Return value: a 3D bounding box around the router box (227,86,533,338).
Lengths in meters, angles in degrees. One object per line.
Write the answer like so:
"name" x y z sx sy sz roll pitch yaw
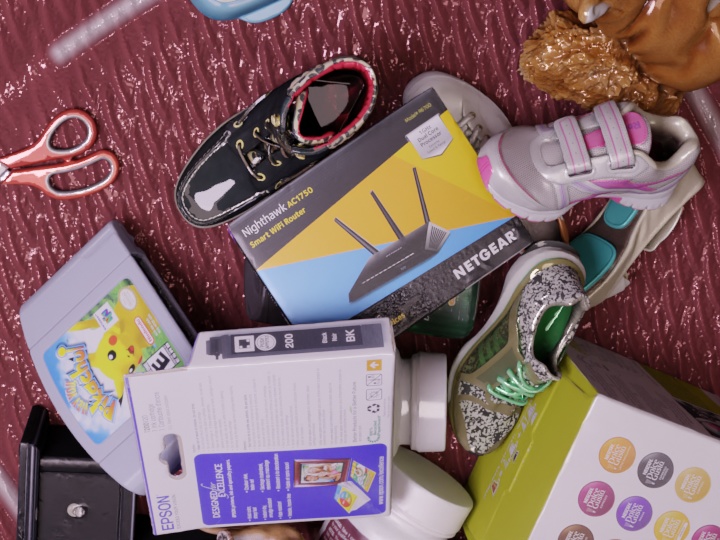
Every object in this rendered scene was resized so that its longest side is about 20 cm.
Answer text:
"router box" 0.014 -0.027 1.064 0.199 0.051 0.150 -35 91 -8

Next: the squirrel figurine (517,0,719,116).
"squirrel figurine" 0.212 -0.200 1.065 0.185 0.142 0.200 3 136 -39

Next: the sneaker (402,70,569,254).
"sneaker" 0.114 -0.087 1.128 0.073 0.085 0.200 -41 103 6

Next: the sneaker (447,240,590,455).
"sneaker" 0.133 0.077 1.109 0.076 0.089 0.201 15 112 -18

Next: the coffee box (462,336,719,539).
"coffee box" 0.220 0.193 1.149 0.196 0.200 0.201 22 101 -11

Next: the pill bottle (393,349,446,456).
"pill bottle" -0.026 0.110 1.133 0.198 0.112 0.114 2 104 2

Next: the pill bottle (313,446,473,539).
"pill bottle" 0.009 0.265 1.187 0.114 0.114 0.201 29 100 -13

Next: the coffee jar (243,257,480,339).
"coffee jar" 0.000 0.000 1.134 0.198 0.085 0.105 3 102 -7

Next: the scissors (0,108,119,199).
"scissors" -0.303 -0.077 1.115 0.198 0.014 0.074 -19 107 -3

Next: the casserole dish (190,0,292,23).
"casserole dish" -0.110 -0.297 1.072 0.120 0.039 0.202 -24 105 -1

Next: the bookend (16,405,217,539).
"bookend" -0.197 0.233 1.165 0.198 0.092 0.201 4 103 -9

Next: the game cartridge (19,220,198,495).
"game cartridge" -0.197 0.076 1.098 0.133 0.040 0.201 -42 70 16

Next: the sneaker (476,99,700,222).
"sneaker" 0.186 -0.097 1.064 0.198 0.088 0.082 -8 66 -26

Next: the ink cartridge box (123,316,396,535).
"ink cartridge box" -0.073 0.124 1.029 0.198 0.044 0.199 -4 134 -5

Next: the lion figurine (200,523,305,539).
"lion figurine" -0.054 0.251 1.108 0.122 0.200 0.073 -3 125 -45

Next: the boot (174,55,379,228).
"boot" -0.069 -0.104 1.061 0.203 0.154 0.074 -36 97 1

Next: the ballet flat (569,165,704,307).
"ballet flat" 0.228 -0.021 1.171 0.069 0.070 0.200 37 96 -14
